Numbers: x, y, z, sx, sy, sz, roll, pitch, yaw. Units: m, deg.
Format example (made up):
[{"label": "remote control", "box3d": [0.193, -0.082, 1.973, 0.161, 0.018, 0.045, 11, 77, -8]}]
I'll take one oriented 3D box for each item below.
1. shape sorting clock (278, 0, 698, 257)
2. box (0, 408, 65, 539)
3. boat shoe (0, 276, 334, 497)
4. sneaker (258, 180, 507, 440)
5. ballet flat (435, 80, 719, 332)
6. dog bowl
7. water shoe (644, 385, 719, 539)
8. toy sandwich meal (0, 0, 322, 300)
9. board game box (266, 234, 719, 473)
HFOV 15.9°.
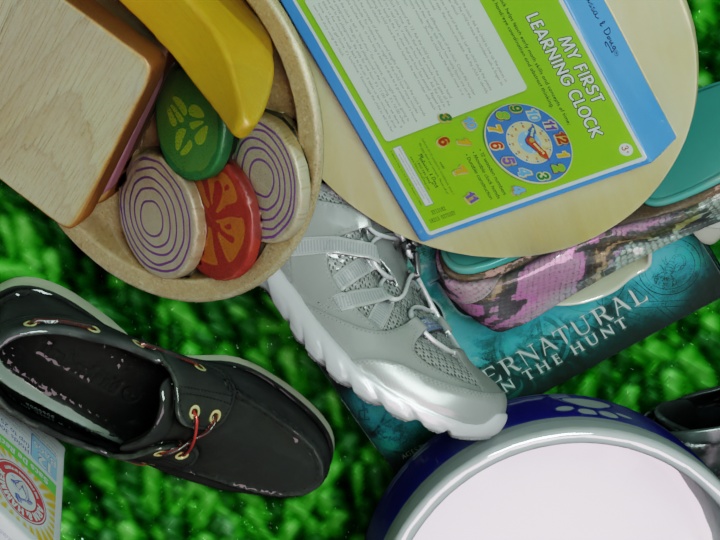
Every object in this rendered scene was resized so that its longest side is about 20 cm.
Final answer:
[{"label": "shape sorting clock", "box3d": [0.053, -0.096, 1.158, 0.199, 0.039, 0.201, 10, 124, 15]}, {"label": "box", "box3d": [-0.246, 0.082, 1.269, 0.101, 0.113, 0.200, -35, 117, 14]}, {"label": "boat shoe", "box3d": [-0.103, 0.072, 1.304, 0.201, 0.063, 0.074, 26, 111, -19]}, {"label": "sneaker", "box3d": [0.000, 0.000, 1.226, 0.200, 0.075, 0.082, 43, 100, 11]}, {"label": "ballet flat", "box3d": [0.133, -0.029, 1.240, 0.199, 0.069, 0.071, -27, 135, 13]}, {"label": "dog bowl", "box3d": [0.099, 0.165, 1.271, 0.199, 0.079, 0.201, -1, 102, -6]}, {"label": "water shoe", "box3d": [0.164, 0.105, 1.342, 0.200, 0.072, 0.079, -40, 112, 5]}, {"label": "toy sandwich meal", "box3d": [-0.109, -0.073, 1.168, 0.204, 0.070, 0.206, 15, 117, 31]}, {"label": "board game box", "box3d": [0.068, 0.003, 1.298, 0.199, 0.028, 0.135, -30, 117, 11]}]
